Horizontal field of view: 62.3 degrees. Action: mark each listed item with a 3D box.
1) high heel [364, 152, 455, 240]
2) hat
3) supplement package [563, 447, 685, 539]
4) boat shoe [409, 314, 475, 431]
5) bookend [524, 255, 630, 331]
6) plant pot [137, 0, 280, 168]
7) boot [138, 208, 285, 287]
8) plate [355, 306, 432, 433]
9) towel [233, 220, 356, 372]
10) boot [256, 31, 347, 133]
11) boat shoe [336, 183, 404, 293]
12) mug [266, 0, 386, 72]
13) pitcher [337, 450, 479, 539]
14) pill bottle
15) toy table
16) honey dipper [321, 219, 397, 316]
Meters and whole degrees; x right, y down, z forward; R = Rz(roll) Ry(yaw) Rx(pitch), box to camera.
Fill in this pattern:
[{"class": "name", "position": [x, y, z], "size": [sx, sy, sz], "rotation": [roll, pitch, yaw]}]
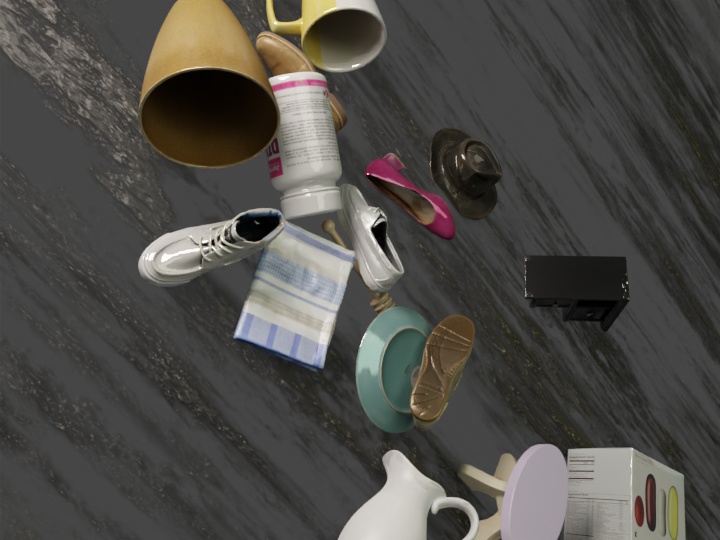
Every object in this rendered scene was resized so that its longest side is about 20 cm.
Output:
[{"class": "high heel", "position": [0.089, -0.120, 1.065], "size": [0.201, 0.067, 0.096], "rotation": [52, 42, -6]}, {"class": "hat", "position": [0.232, -0.210, 1.202], "size": [0.198, 0.080, 0.204], "rotation": [14, 66, -35]}, {"class": "supplement package", "position": [0.512, 0.471, 1.153], "size": [0.189, 0.146, 0.203], "rotation": [27, 61, -28]}, {"class": "boat shoe", "position": [0.131, 0.163, 0.966], "size": [0.071, 0.065, 0.202], "rotation": [18, 57, 15]}, {"class": "bookend", "position": [0.436, 0.051, 1.252], "size": [0.196, 0.199, 0.094], "rotation": [2, 67, 9]}, {"class": "plant pot", "position": [-0.214, -0.282, 0.833], "size": [0.184, 0.186, 0.203], "rotation": [10, 56, -35]}, {"class": "boot", "position": [-0.195, -0.041, 0.805], "size": [0.199, 0.095, 0.075], "rotation": [-27, 92, -40]}, {"class": "plate", "position": [0.071, 0.160, 0.964], "size": [0.198, 0.025, 0.204], "rotation": [4, 84, -43]}, {"class": "towel", "position": [-0.092, 0.033, 0.889], "size": [0.145, 0.024, 0.203], "rotation": [25, 64, -17]}, {"class": "boot", "position": [-0.108, -0.296, 0.980], "size": [0.200, 0.073, 0.076], "rotation": [48, 62, -18]}, {"class": "boat shoe", "position": [0.016, -0.065, 0.972], "size": [0.071, 0.068, 0.203], "rotation": [15, 50, -46]}, {"class": "mug", "position": [-0.052, -0.461, 1.030], "size": [0.185, 0.149, 0.156], "rotation": [10, 61, -42]}, {"class": "pitcher", "position": [0.063, 0.380, 0.830], "size": [0.169, 0.123, 0.201], "rotation": [21, 47, 19]}, {"class": "pill bottle", "position": [-0.089, -0.186, 0.911], "size": [0.112, 0.112, 0.204], "rotation": [-13, 95, -39]}, {"class": "toy table", "position": [0.259, 0.389, 1.003], "size": [0.200, 0.116, 0.185], "rotation": [-40, 101, -38]}, {"class": "honey dipper", "position": [0.000, 0.000, 0.983], "size": [0.038, 0.038, 0.202], "rotation": [-39, 98, -39]}]
